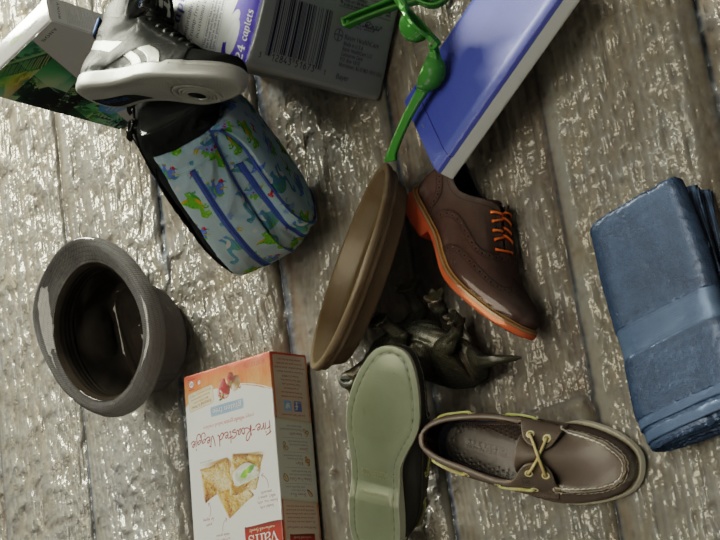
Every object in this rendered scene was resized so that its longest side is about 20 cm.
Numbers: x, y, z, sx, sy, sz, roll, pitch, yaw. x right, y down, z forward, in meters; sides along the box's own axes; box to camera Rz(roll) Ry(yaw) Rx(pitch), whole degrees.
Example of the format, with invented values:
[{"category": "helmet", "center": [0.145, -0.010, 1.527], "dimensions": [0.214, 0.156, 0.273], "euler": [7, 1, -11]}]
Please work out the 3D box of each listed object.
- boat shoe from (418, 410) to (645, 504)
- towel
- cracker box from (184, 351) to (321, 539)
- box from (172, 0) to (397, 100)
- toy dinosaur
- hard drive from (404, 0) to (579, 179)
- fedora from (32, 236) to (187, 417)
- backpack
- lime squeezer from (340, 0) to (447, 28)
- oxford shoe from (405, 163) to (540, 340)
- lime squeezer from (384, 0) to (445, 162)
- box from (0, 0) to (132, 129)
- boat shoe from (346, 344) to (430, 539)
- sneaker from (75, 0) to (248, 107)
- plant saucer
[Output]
[{"category": "boat shoe", "center": [0.142, 0.156, 1.395], "dimensions": [0.198, 0.059, 0.073], "euler": [8, 89, 36]}, {"category": "towel", "center": [0.253, 0.036, 1.328], "dimensions": [0.111, 0.048, 0.202], "euler": [-28, 66, 37]}, {"category": "cracker box", "center": [-0.109, 0.193, 1.644], "dimensions": [0.133, 0.057, 0.203], "euler": [-19, 71, 41]}, {"category": "box", "center": [-0.097, -0.245, 1.617], "dimensions": [0.199, 0.183, 0.106], "euler": [17, 95, 43]}, {"category": "toy dinosaur", "center": [0.070, 0.070, 1.486], "dimensions": [0.198, 0.103, 0.077], "euler": [-1, 41, 32]}, {"category": "hard drive", "center": [0.115, -0.198, 1.486], "dimensions": [0.201, 0.025, 0.132], "euler": [-55, 29, 23]}, {"category": "fedora", "center": [-0.258, 0.062, 1.786], "dimensions": [0.200, 0.090, 0.178], "euler": [40, 112, 33]}, {"category": "backpack", "center": [-0.131, -0.092, 1.619], "dimensions": [0.163, 0.152, 0.202], "euler": [-109, 2, -66]}, {"category": "lime squeezer", "center": [0.074, -0.282, 1.528], "dimensions": [0.199, 0.070, 0.038], "euler": [-35, 49, 26]}, {"category": "oxford shoe", "center": [0.108, -0.023, 1.464], "dimensions": [0.073, 0.071, 0.201], "euler": [-49, 53, 20]}, {"category": "lime squeezer", "center": [0.041, -0.204, 1.508], "dimensions": [0.070, 0.038, 0.203], "euler": [-3, 104, 33]}, {"category": "box", "center": [-0.299, -0.221, 1.797], "dimensions": [0.144, 0.199, 0.037], "euler": [-33, 58, 36]}, {"category": "boat shoe", "center": [0.029, 0.155, 1.478], "dimensions": [0.071, 0.060, 0.204], "euler": [15, 112, 26]}, {"category": "sneaker", "center": [-0.178, -0.215, 1.515], "dimensions": [0.198, 0.073, 0.113], "euler": [2, 74, 37]}, {"category": "plant saucer", "center": [0.000, 0.000, 1.523], "dimensions": [0.200, 0.029, 0.202], "euler": [-160, 89, -82]}]
